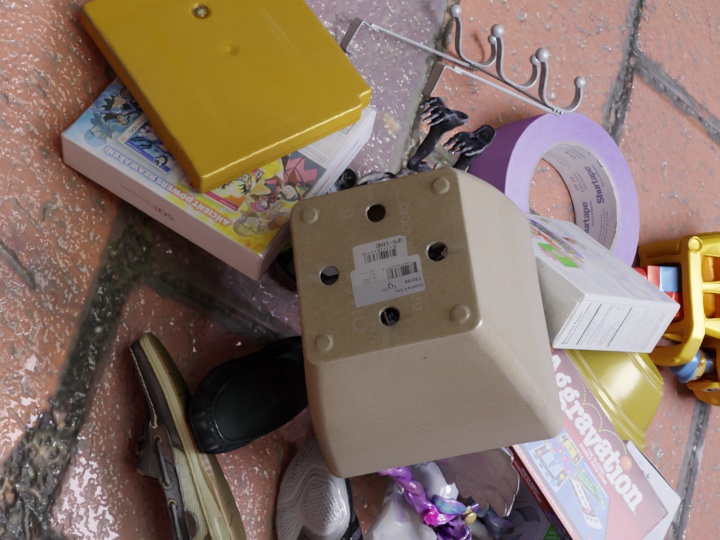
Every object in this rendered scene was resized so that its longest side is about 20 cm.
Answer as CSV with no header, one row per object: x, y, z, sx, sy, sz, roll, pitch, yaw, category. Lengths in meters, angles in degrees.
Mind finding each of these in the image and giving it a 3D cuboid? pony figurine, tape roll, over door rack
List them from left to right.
0.059,0.188,1.279,0.167,0.193,0.199,-53,148,10,pony figurine
0.104,-0.208,1.414,0.198,0.147,0.067,1,114,-39,over door rack
0.201,-0.061,1.528,0.199,0.065,0.203,6,81,-38,tape roll

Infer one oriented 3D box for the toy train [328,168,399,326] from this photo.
0.000,0.000,1.378,0.046,0.034,0.202,-23,98,-33,toy train

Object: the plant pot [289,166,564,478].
0.037,0.027,1.154,0.177,0.198,0.202,58,23,-62,plant pot

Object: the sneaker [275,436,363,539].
-0.013,0.252,1.312,0.113,0.075,0.202,15,70,-46,sneaker

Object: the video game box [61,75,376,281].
-0.116,-0.111,1.227,0.199,0.047,0.183,31,57,11,video game box

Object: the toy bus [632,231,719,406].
0.367,0.054,1.614,0.190,0.135,0.203,-1,87,-25,toy bus

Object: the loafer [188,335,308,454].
-0.077,0.098,1.239,0.200,0.070,0.069,-32,104,-61,loafer

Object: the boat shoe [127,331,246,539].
-0.156,0.152,1.209,0.064,0.073,0.202,-23,83,1,boat shoe

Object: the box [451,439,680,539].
0.172,0.256,1.374,0.097,0.199,0.177,46,60,-24,box

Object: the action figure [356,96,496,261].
0.053,-0.056,1.345,0.101,0.201,0.119,-14,48,-32,action figure

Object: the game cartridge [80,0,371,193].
-0.110,-0.174,1.225,0.175,0.033,0.201,-26,67,-23,game cartridge

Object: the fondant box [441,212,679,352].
0.184,0.009,1.335,0.199,0.144,0.059,8,118,-55,fondant box

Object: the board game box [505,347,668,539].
0.180,0.157,1.275,0.103,0.019,0.201,-34,91,-33,board game box

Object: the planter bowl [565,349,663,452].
0.241,0.098,1.452,0.201,0.083,0.201,50,13,-16,planter bowl

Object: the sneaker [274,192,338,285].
-0.052,-0.042,1.300,0.200,0.083,0.071,44,68,-17,sneaker
